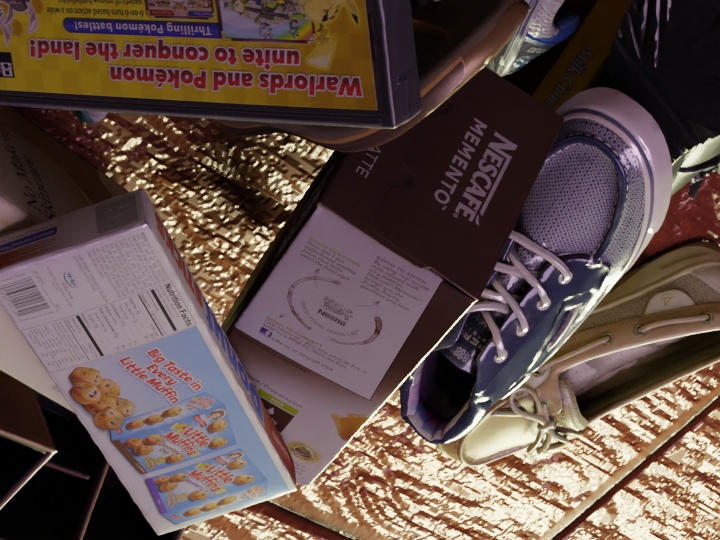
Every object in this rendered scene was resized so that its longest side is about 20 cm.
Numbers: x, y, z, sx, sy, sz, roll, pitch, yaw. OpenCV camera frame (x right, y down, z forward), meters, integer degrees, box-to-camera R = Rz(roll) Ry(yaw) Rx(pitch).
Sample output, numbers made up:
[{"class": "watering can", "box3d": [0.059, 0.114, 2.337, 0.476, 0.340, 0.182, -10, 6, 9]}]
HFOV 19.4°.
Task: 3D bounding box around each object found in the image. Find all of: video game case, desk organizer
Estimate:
[{"class": "video game case", "box3d": [-0.078, -0.144, 0.740, 0.025, 0.199, 0.182, -36, 125, -52]}, {"class": "desk organizer", "box3d": [-0.159, 0.091, 1.047, 0.072, 0.077, 0.200, -45, 137, 18]}]

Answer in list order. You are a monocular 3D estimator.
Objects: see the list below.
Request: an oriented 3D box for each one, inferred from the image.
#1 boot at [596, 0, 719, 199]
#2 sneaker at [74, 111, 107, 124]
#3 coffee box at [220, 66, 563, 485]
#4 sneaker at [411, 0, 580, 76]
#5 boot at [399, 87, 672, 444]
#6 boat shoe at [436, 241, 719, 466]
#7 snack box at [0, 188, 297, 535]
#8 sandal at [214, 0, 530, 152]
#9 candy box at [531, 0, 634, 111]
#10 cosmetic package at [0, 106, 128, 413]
[{"class": "boot", "box3d": [0.186, -0.105, 0.991, 0.162, 0.073, 0.198, -31, 163, -33]}, {"class": "sneaker", "box3d": [-0.066, -0.122, 0.847, 0.091, 0.078, 0.200, -23, -178, -25]}, {"class": "coffee box", "box3d": [0.000, 0.000, 0.959, 0.079, 0.115, 0.200, 31, 145, -5]}, {"class": "sneaker", "box3d": [0.057, -0.152, 0.915, 0.085, 0.077, 0.200, -21, 156, 0]}, {"class": "boot", "box3d": [0.078, 0.006, 0.983, 0.090, 0.073, 0.200, -45, 164, -36]}, {"class": "boat shoe", "box3d": [0.135, 0.058, 1.193, 0.200, 0.063, 0.073, -28, 139, -2]}, {"class": "snack box", "box3d": [-0.091, 0.046, 0.913, 0.072, 0.024, 0.200, -19, 138, 5]}, {"class": "sandal", "box3d": [-0.014, -0.095, 0.879, 0.080, 0.199, 0.054, -53, 122, -22]}, {"class": "candy box", "box3d": [0.104, -0.066, 1.049, 0.102, 0.026, 0.200, -18, 148, -57]}, {"class": "cosmetic package", "box3d": [-0.169, -0.026, 0.904, 0.071, 0.105, 0.200, -40, 140, 11]}]
